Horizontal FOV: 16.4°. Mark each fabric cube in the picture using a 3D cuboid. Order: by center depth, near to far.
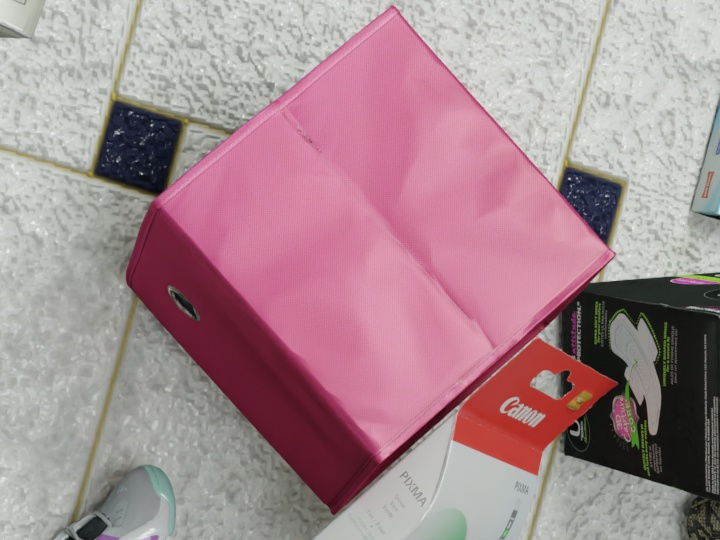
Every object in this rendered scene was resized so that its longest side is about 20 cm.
[{"bbox_3d":[0.000,0.000,1.509,0.200,0.196,0.199,-40,85,-17],"label":"fabric cube"}]

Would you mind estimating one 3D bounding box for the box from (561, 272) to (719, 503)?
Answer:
[{"bbox_3d":[0.244,0.073,1.665,0.148,0.200,0.125,-4,98,-26],"label":"box"}]

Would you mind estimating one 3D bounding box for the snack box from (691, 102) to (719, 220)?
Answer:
[{"bbox_3d":[0.340,-0.071,1.790,0.200,0.037,0.116,16,88,-26],"label":"snack box"}]

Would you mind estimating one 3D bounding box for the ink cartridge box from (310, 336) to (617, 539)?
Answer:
[{"bbox_3d":[0.077,0.138,1.588,0.200,0.050,0.161,-41,155,11],"label":"ink cartridge box"}]

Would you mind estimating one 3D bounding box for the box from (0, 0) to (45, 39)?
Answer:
[{"bbox_3d":[-0.229,-0.249,1.457,0.128,0.109,0.200,22,85,-26],"label":"box"}]

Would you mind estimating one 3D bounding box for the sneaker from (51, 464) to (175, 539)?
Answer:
[{"bbox_3d":[-0.206,0.192,1.526,0.140,0.078,0.200,29,82,-26],"label":"sneaker"}]

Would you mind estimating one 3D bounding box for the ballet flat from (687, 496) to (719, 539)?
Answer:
[{"bbox_3d":[0.273,0.254,1.765,0.068,0.075,0.201,-12,100,-25],"label":"ballet flat"}]
